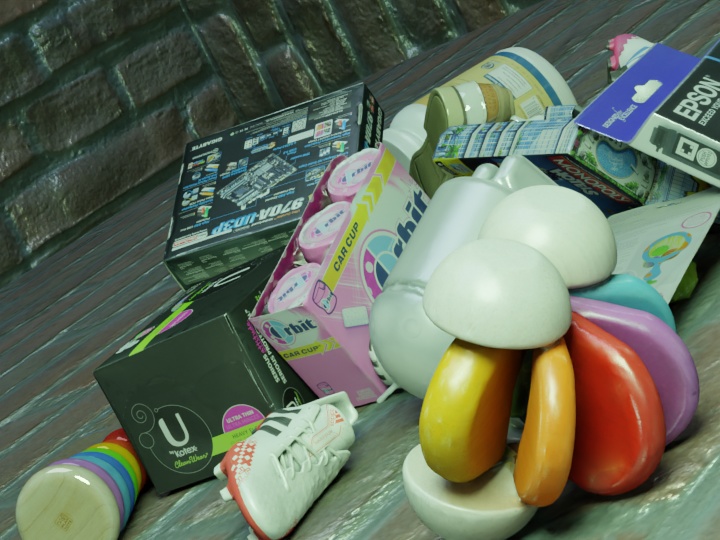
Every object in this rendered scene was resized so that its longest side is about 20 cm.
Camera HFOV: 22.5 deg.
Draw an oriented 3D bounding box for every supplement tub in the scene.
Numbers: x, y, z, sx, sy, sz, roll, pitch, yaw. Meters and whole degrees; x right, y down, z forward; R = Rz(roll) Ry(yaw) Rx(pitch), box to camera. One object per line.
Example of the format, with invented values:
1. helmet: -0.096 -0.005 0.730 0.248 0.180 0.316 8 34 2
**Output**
1. supplement tub: 0.119 -0.131 1.895 0.199 0.146 0.144 -32 11 -23

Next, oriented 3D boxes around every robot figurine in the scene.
1. robot figurine: 0.079 0.014 1.309 0.201 0.113 0.169 -60 16 -20

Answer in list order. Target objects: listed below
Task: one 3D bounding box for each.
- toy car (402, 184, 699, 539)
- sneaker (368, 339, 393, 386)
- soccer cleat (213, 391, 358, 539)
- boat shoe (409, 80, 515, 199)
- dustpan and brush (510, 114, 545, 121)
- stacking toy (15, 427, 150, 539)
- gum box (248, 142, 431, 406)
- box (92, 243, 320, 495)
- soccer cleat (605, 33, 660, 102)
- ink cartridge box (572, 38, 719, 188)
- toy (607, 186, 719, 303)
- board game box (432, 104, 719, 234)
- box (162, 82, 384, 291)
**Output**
1. toy car: 0.117 0.061 1.033 0.149 0.177 0.200 15 28 20
2. sneaker: 0.104 0.023 1.439 0.115 0.075 0.200 -7 33 50
3. soccer cleat: -0.046 0.133 1.281 0.085 0.069 0.200 -30 5 11
4. boat shoe: 0.088 -0.091 1.567 0.068 0.075 0.200 -11 -25 -14
5. dustpan and brush: 0.220 -0.103 1.523 0.058 0.199 0.139 -64 14 -4
6. stacking toy: -0.211 0.173 1.484 0.085 0.086 0.200 -25 6 14
7. gum box: 0.000 0.000 1.491 0.066 0.114 0.201 -16 36 40
8. box: -0.103 0.077 1.534 0.148 0.125 0.200 -23 10 27
9. soccer cleat: 0.267 -0.170 1.639 0.085 0.071 0.200 -1 18 6
10. ink cartridge box: 0.286 -0.120 1.368 0.199 0.044 0.198 26 34 16
11. toy: 0.199 0.011 1.290 0.114 0.048 0.200 -16 19 37
12. board game box: 0.196 -0.077 1.436 0.199 0.199 0.062 0 69 47
13. box: -0.078 -0.077 1.654 0.198 0.046 0.160 -17 43 21
